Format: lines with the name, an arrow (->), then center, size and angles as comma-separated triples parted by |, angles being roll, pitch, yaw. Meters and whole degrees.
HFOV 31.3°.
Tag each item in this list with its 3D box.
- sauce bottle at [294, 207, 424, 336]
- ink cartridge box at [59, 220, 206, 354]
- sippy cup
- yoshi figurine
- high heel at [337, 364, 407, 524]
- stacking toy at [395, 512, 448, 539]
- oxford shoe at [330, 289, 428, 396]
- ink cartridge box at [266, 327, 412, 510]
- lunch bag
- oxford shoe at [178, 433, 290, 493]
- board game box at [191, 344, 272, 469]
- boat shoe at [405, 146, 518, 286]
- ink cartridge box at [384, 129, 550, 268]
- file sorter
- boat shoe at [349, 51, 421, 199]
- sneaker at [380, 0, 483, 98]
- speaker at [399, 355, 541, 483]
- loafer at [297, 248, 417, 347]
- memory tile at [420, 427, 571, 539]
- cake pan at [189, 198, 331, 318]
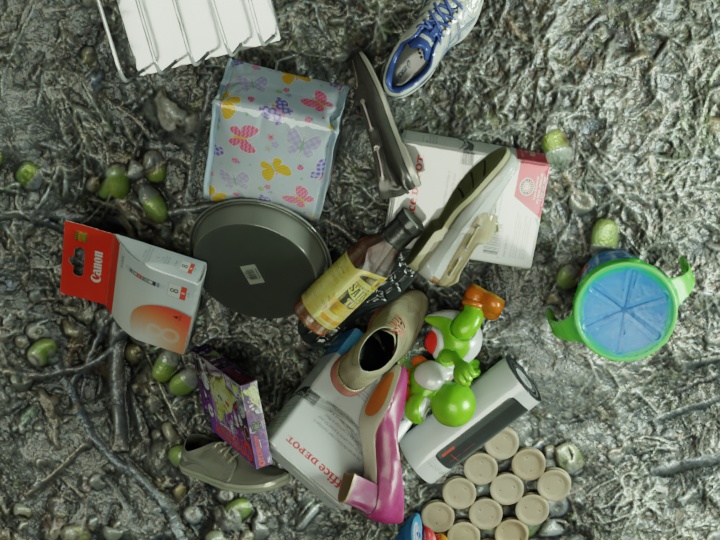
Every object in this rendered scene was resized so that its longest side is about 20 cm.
sauce bottle -> 0.000, 0.000, 1.670 | 0.066, 0.066, 0.200 | 42, 108, -9
ink cartridge box -> -0.317, 0.025, 1.747 | 0.198, 0.050, 0.163 | 15, 138, -4
sippy cup -> 0.343, 0.035, 1.703 | 0.176, 0.130, 0.141 | 13, 108, 0
yoshi figurine -> 0.138, 0.128, 1.726 | 0.112, 0.112, 0.201 | 36, 80, -34
high heel -> 0.045, 0.231, 1.698 | 0.095, 0.067, 0.202 | 26, 72, -24
stacking toy -> 0.140, 0.441, 1.850 | 0.198, 0.116, 0.110 | 21, 123, -10
oxford shoe -> 0.042, 0.089, 1.712 | 0.070, 0.200, 0.075 | 44, 144, -6
ink cartridge box -> -0.023, 0.203, 1.755 | 0.145, 0.084, 0.200 | 42, 72, -10
lunch bag -> -0.115, -0.158, 1.677 | 0.168, 0.128, 0.201 | 12, 133, -1
oxford shoe -> -0.182, 0.269, 1.804 | 0.199, 0.075, 0.058 | 8, 104, 39
board game box -> -0.178, 0.182, 1.753 | 0.032, 0.200, 0.121 | -20, 108, -22
boat shoe -> 0.142, -0.067, 1.633 | 0.068, 0.075, 0.200 | 34, 114, -12
ink cartridge box -> 0.138, -0.095, 1.701 | 0.198, 0.085, 0.147 | 9, 107, 0
file sorter -> -0.218, -0.330, 1.633 | 0.198, 0.125, 0.140 | -13, 106, 7
boat shoe -> 0.016, -0.184, 1.629 | 0.057, 0.067, 0.201 | -23, 73, 4
sneaker -> 0.096, -0.302, 1.640 | 0.075, 0.088, 0.201 | 31, 105, -4
speaker -> 0.151, 0.209, 1.796 | 0.200, 0.081, 0.081 | -39, 101, 13
loafer -> -0.004, 0.027, 1.754 | 0.200, 0.070, 0.068 | -37, 105, 11
memory tile -> 0.196, 0.333, 1.862 | 0.153, 0.017, 0.200 | 37, 105, -8
cake pan -> -0.139, -0.008, 1.726 | 0.198, 0.037, 0.201 | 8, 134, 8
